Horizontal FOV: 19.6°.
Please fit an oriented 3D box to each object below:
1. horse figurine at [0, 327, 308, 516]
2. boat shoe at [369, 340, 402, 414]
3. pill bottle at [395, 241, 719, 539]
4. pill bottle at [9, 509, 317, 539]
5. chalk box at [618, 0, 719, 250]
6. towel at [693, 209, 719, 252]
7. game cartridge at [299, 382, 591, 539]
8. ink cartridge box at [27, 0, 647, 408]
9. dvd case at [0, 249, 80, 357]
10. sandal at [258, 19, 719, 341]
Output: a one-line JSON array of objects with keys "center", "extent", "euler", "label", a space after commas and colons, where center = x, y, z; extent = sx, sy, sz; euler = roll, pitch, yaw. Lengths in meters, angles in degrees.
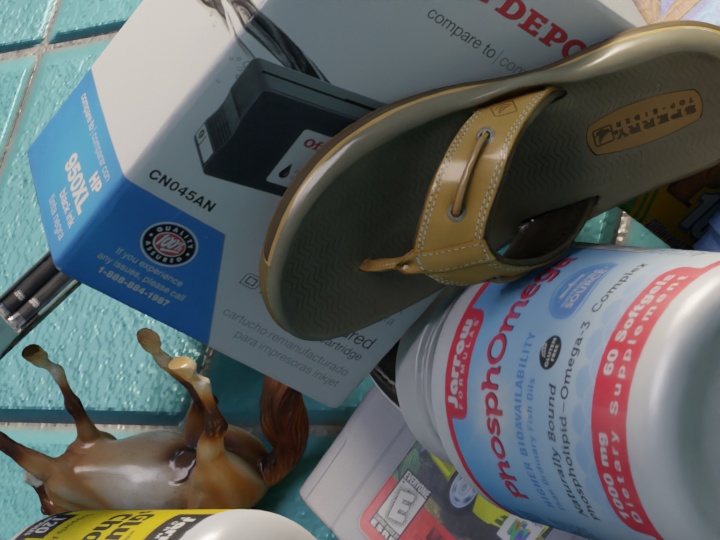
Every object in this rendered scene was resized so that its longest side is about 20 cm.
[{"center": [-0.102, 0.085, 1.012], "extent": [0.199, 0.133, 0.050], "euler": [-10, 41, 25], "label": "horse figurine"}, {"center": [0.000, 0.000, 0.919], "extent": [0.070, 0.066, 0.201], "euler": [-53, 47, 25], "label": "boat shoe"}, {"center": [0.094, 0.045, 0.765], "extent": [0.200, 0.108, 0.109], "euler": [5, 69, 62], "label": "pill bottle"}, {"center": [-0.074, 0.161, 0.919], "extent": [0.199, 0.112, 0.113], "euler": [-8, 61, 45], "label": "pill bottle"}, {"center": [0.175, -0.110, 0.840], "extent": [0.200, 0.124, 0.124], "euler": [-43, 43, 19], "label": "chalk box"}, {"center": [0.224, -0.039, 0.772], "extent": [0.112, 0.049, 0.200], "euler": [45, 106, 9], "label": "towel"}, {"center": [0.063, 0.094, 0.893], "extent": [0.133, 0.041, 0.200], "euler": [-52, 41, 1], "label": "game cartridge"}, {"center": [-0.009, -0.065, 0.793], "extent": [0.200, 0.144, 0.084], "euler": [-49, 34, 20], "label": "ink cartridge box"}, {"center": [-0.105, -0.034, 1.003], "extent": [0.200, 0.022, 0.146], "euler": [-44, 4, -18], "label": "dvd case"}, {"center": [0.056, -0.028, 0.749], "extent": [0.199, 0.081, 0.054], "euler": [-22, 36, 1], "label": "sandal"}]
